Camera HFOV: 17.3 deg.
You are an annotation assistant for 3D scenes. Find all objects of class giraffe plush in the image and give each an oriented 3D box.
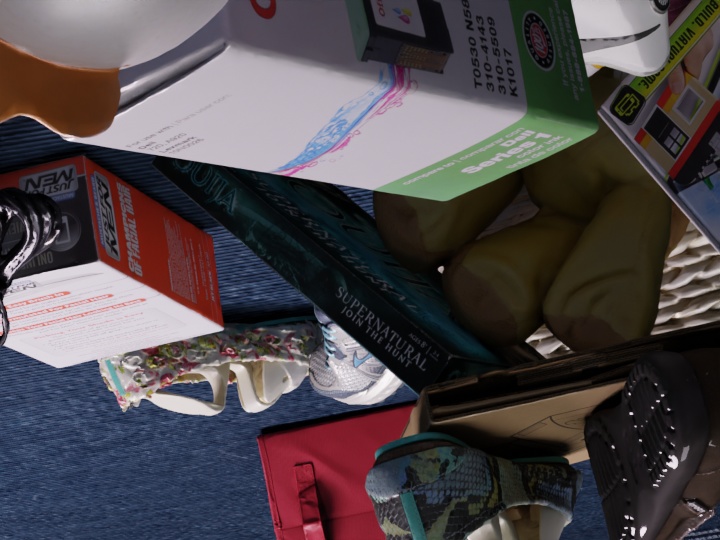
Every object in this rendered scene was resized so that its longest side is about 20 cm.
[{"bbox_3d":[0.124,-0.055,1.202,0.200,0.173,0.162,-51,164,13],"label":"giraffe plush"}]

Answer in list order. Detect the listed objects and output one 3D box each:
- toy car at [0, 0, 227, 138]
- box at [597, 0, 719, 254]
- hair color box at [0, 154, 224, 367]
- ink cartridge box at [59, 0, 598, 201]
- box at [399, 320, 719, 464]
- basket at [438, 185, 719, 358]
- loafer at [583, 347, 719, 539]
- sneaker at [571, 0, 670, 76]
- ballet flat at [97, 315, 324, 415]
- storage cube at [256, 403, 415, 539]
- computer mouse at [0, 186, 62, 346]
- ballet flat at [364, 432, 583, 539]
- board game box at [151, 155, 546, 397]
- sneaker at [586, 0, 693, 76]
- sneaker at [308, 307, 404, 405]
[{"bbox_3d":[-0.071,-0.125,0.557,0.177,0.200,0.184,40,148,-21],"label":"toy car"},{"bbox_3d":[0.197,-0.099,0.950,0.035,0.110,0.200,5,131,-53],"label":"box"},{"bbox_3d":[-0.161,-0.001,1.311,0.111,0.064,0.200,-13,166,13],"label":"hair color box"},{"bbox_3d":[-0.018,-0.113,0.830,0.084,0.145,0.200,-22,161,37],"label":"ink cartridge box"},{"bbox_3d":[0.099,0.072,1.176,0.163,0.021,0.200,-12,165,-9],"label":"box"},{"bbox_3d":[0.149,0.001,1.345,0.200,0.123,0.136,-16,-167,17],"label":"basket"},{"bbox_3d":[0.153,0.086,1.088,0.071,0.073,0.200,-10,164,-8],"label":"loafer"},{"bbox_3d":[0.035,-0.095,0.978,0.200,0.089,0.074,-4,-146,35],"label":"sneaker"},{"bbox_3d":[-0.093,0.067,1.610,0.200,0.064,0.076,-1,161,-35],"label":"ballet flat"},{"bbox_3d":[0.016,0.220,2.049,0.180,0.171,0.200,-12,165,-1],"label":"storage cube"},{"bbox_3d":[-0.260,-0.016,1.156,0.200,0.053,0.139,10,134,-28],"label":"computer mouse"},{"bbox_3d":[0.060,0.123,1.149,0.074,0.074,0.200,-18,165,25],"label":"ballet flat"},{"bbox_3d":[0.000,0.000,1.207,0.028,0.200,0.135,-56,153,12],"label":"board game box"},{"bbox_3d":[0.113,-0.116,1.049,0.090,0.075,0.200,2,162,-23],"label":"sneaker"},{"bbox_3d":[0.003,0.025,1.538,0.086,0.078,0.200,10,150,-25],"label":"sneaker"}]
